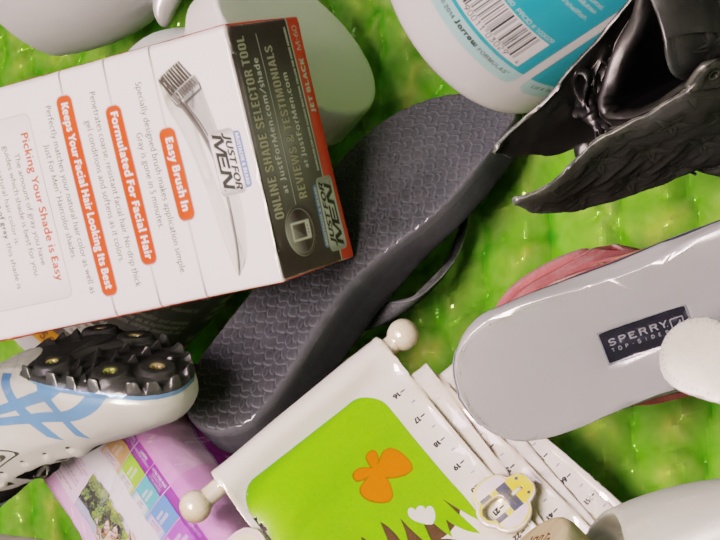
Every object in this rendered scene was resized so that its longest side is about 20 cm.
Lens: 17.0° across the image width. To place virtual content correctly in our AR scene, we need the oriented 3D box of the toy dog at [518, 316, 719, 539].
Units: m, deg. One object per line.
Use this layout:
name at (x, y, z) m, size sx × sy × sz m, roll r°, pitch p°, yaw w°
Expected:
toy dog at (0.138, 0.084, 0.875) m, size 0.199 × 0.132 × 0.096 m, roll -24°, pitch 22°, yaw 14°

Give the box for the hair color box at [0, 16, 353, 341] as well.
hair color box at (-0.111, -0.036, 1.067) m, size 0.199 × 0.064 × 0.112 m, roll -11°, pitch 94°, yaw 33°

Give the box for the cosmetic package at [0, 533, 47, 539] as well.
cosmetic package at (-0.128, 0.186, 1.077) m, size 0.087 × 0.199 × 0.104 m, roll 48°, pitch 116°, yaw 44°

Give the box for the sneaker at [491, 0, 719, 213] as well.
sneaker at (0.149, -0.088, 0.916) m, size 0.200 × 0.104 × 0.060 m, roll -44°, pitch 53°, yaw 32°

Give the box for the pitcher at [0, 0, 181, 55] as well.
pitcher at (-0.100, -0.185, 1.222) m, size 0.200 × 0.121 × 0.172 m, roll -41°, pitch 67°, yaw 19°

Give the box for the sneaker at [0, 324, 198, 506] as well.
sneaker at (-0.147, 0.069, 1.057) m, size 0.199 × 0.072 × 0.073 m, roll -10°, pitch 101°, yaw 35°

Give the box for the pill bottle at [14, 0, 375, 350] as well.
pill bottle at (-0.088, -0.043, 1.156) m, size 0.200 × 0.116 × 0.117 m, roll -46°, pitch 50°, yaw 30°

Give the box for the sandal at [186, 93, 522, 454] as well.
sandal at (-0.001, 0.000, 1.070) m, size 0.200 × 0.043 × 0.076 m, roll -48°, pitch 40°, yaw -6°

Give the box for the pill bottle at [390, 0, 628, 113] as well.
pill bottle at (0.110, -0.154, 0.973) m, size 0.200 × 0.110 × 0.111 m, roll -31°, pitch 58°, yaw 38°

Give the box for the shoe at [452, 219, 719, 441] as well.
shoe at (0.136, 0.010, 0.931) m, size 0.199 × 0.091 × 0.072 m, roll -16°, pitch 99°, yaw 15°

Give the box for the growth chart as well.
growth chart at (0.035, 0.110, 0.963) m, size 0.200 × 0.018 × 0.145 m, roll 36°, pitch 73°, yaw 26°

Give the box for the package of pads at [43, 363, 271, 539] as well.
package of pads at (-0.058, 0.120, 1.076) m, size 0.076 × 0.120 × 0.200 m, roll -54°, pitch 46°, yaw 14°
